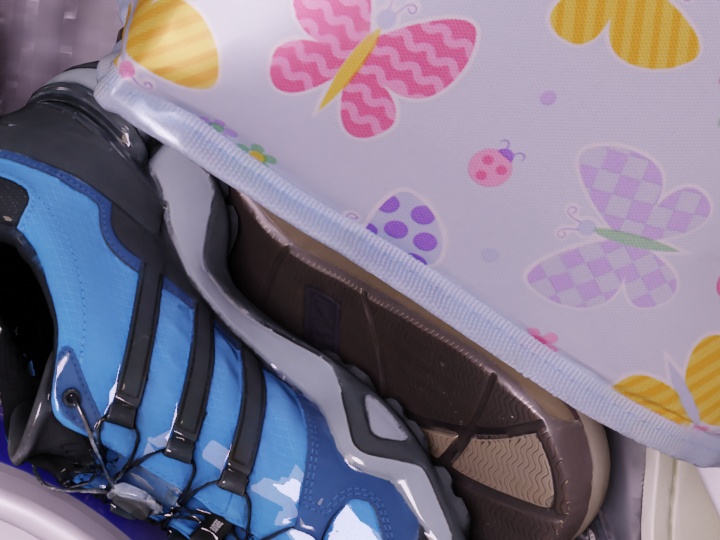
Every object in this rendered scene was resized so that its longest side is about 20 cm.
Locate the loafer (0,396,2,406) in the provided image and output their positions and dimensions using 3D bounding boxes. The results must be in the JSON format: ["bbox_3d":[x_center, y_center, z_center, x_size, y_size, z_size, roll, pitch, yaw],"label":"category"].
[{"bbox_3d":[-0.152,0.047,0.849,0.199,0.063,0.072,-33,82,11],"label":"loafer"}]

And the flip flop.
[{"bbox_3d":[0.000,0.000,0.803,0.200,0.057,0.081,37,140,33],"label":"flip flop"}]

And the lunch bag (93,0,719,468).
[{"bbox_3d":[0.063,-0.067,0.692,0.199,0.127,0.170,32,109,-15],"label":"lunch bag"}]

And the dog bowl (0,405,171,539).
[{"bbox_3d":[-0.127,0.136,0.807,0.199,0.079,0.201,0,103,-1],"label":"dog bowl"}]

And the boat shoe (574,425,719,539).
[{"bbox_3d":[0.078,0.046,0.798,0.074,0.066,0.200,-20,86,-33],"label":"boat shoe"}]

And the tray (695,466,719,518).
[{"bbox_3d":[0.152,0.073,0.769,0.107,0.022,0.201,-23,84,-29],"label":"tray"}]

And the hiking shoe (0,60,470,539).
[{"bbox_3d":[-0.047,0.044,0.766,0.086,0.074,0.200,-28,73,-33],"label":"hiking shoe"}]
